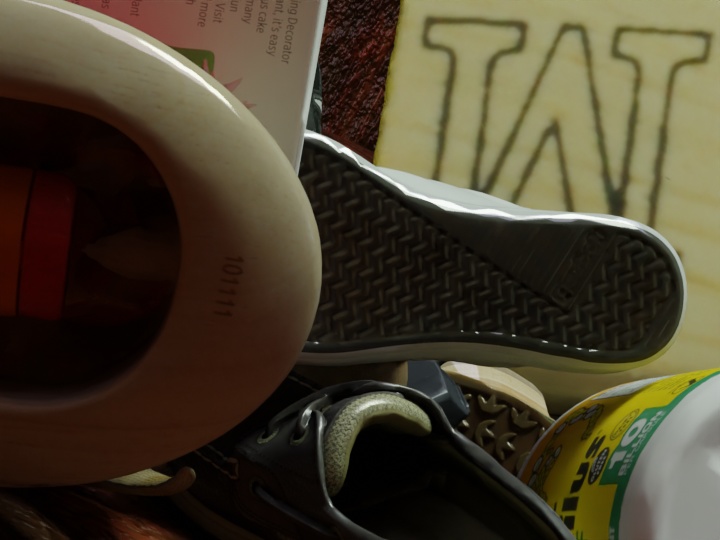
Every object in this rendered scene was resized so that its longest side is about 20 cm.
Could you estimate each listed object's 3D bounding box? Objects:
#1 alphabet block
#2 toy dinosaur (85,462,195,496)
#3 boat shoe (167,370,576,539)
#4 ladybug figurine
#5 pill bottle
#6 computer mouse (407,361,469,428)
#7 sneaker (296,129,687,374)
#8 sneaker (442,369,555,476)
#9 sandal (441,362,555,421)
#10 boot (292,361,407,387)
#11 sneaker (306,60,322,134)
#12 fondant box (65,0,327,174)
[{"bbox_3d":[0.123,-0.018,1.340,0.199,0.197,0.195,6,-15,18],"label":"alphabet block"},{"bbox_3d":[-0.093,0.047,0.919,0.101,0.058,0.200,-1,19,-46],"label":"toy dinosaur"},{"bbox_3d":[0.003,0.065,0.943,0.200,0.065,0.073,30,46,32],"label":"boat shoe"},{"bbox_3d":[-0.109,-0.013,0.822,0.199,0.136,0.072,13,11,-2],"label":"ladybug figurine"},{"bbox_3d":[0.111,0.090,0.991,0.112,0.113,0.200,26,-10,-10],"label":"pill bottle"},{"bbox_3d":[0.039,0.039,1.125,0.199,0.034,0.059,-23,37,-22],"label":"computer mouse"},{"bbox_3d":[0.000,0.000,0.980,0.199,0.073,0.085,14,-5,-14],"label":"sneaker"},{"bbox_3d":[0.095,0.108,1.154,0.200,0.067,0.090,30,-1,21],"label":"sneaker"},{"bbox_3d":[0.093,0.104,1.242,0.211,0.078,0.070,26,37,-43],"label":"sandal"},{"bbox_3d":[-0.082,0.029,1.052,0.199,0.076,0.074,13,15,13],"label":"boot"},{"bbox_3d":[-0.059,-0.060,1.083,0.071,0.098,0.200,3,9,-18],"label":"sneaker"},{"bbox_3d":[-0.115,-0.054,0.880,0.199,0.145,0.058,10,15,-2],"label":"fondant box"}]
